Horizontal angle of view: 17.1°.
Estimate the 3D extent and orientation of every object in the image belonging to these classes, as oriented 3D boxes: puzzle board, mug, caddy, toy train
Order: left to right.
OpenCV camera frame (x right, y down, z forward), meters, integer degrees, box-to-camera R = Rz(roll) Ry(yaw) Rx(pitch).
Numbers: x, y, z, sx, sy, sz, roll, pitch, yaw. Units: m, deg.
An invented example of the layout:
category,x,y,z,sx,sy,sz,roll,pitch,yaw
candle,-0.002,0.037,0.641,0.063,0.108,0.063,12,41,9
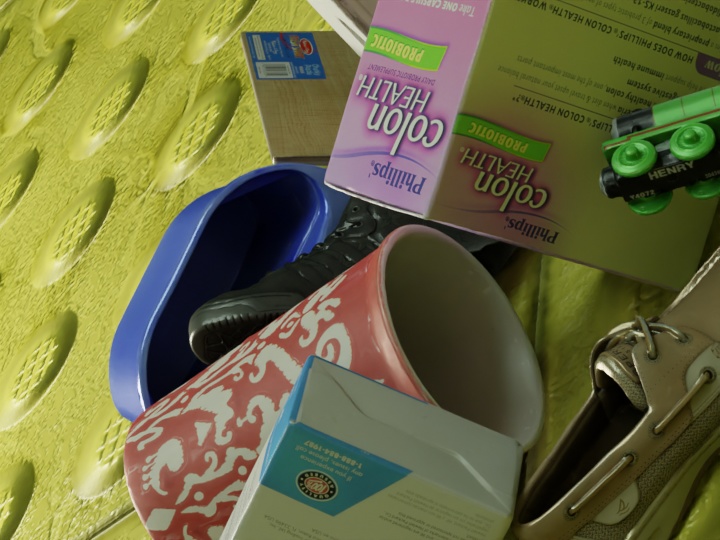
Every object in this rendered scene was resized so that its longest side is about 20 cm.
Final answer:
category,x,y,z,sx,sy,sz,roll,pitch,yaw
caddy,-0.059,0.034,1.418,0.105,0.141,0.200,-4,58,63
mug,-0.021,0.094,1.261,0.200,0.133,0.178,-31,36,29
puzzle board,0.008,-0.109,1.520,0.200,0.151,0.017,-108,18,-61
toy train,0.207,-0.077,1.129,0.200,0.042,0.056,-15,47,15

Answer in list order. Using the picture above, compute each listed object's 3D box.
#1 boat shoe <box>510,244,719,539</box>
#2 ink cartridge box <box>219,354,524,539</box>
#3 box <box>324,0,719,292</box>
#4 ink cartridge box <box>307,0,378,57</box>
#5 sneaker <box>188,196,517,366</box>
category,x,y,z,sx,sy,sz,roll,pitch,yaw
boat shoe,0.143,0.054,1.127,0.200,0.065,0.071,-58,25,-11
ink cartridge box,-0.015,0.153,1.165,0.068,0.116,0.200,-75,10,-61
box,0.103,-0.109,1.204,0.097,0.176,0.200,20,95,55
ink cartridge box,0.060,-0.212,1.431,0.200,0.146,0.085,-49,28,-6
sneaker,0.000,-0.002,1.359,0.200,0.060,0.104,-6,49,-3
